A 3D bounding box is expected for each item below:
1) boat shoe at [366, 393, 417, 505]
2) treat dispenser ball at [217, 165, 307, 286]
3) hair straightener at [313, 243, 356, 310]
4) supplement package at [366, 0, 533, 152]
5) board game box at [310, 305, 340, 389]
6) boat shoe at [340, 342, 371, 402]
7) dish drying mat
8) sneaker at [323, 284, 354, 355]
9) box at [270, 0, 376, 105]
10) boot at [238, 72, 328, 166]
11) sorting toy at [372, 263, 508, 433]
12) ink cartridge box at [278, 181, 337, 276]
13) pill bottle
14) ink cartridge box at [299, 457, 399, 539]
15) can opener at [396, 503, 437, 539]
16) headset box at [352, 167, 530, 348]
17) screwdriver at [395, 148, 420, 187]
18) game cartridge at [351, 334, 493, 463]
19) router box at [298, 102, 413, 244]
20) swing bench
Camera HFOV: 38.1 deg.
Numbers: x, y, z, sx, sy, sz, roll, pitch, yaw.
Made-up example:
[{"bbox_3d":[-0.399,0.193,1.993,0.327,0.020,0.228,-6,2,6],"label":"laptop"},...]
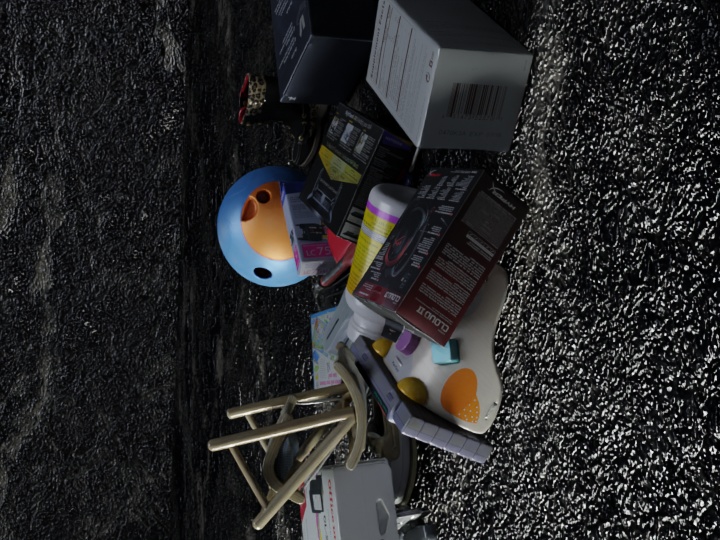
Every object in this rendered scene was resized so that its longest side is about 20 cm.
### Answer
[{"bbox_3d":[0.039,0.226,1.440,0.075,0.067,0.204,-156,67,-69],"label":"boat shoe"},{"bbox_3d":[-0.144,-0.075,1.769,0.200,0.197,0.205,180,90,-71],"label":"treat dispenser ball"},{"bbox_3d":[0.000,0.000,1.534,0.200,0.076,0.041,-47,46,34],"label":"hair straightener"},{"bbox_3d":[0.095,-0.231,1.191,0.201,0.115,0.119,-118,33,-54],"label":"supplement package"},{"bbox_3d":[-0.036,0.131,1.712,0.200,0.034,0.137,159,109,-70],"label":"board game box"},{"bbox_3d":[0.013,0.128,1.486,0.073,0.062,0.201,43,149,14],"label":"boat shoe"},{"bbox_3d":[0.007,-0.101,1.513,0.201,0.018,0.078,-52,41,34],"label":"dish drying mat"},{"bbox_3d":[0.008,0.060,1.529,0.201,0.070,0.074,124,149,-50],"label":"sneaker"},{"bbox_3d":[-0.060,-0.397,1.643,0.197,0.115,0.203,132,136,-63],"label":"box"},{"bbox_3d":[-0.140,-0.268,1.829,0.201,0.148,0.074,112,151,-48],"label":"boot"},{"bbox_3d":[0.108,0.055,1.233,0.182,0.106,0.200,-64,26,14],"label":"sorting toy"},{"bbox_3d":[-0.056,-0.080,1.635,0.042,0.117,0.202,104,157,-46],"label":"ink cartridge box"},{"bbox_3d":[0.039,-0.002,1.346,0.104,0.103,0.203,-129,50,-61],"label":"pill bottle"},{"bbox_3d":[-0.020,0.339,1.432,0.200,0.081,0.148,143,122,-69],"label":"ink cartridge box"},{"bbox_3d":[0.048,0.369,1.442,0.200,0.052,0.068,125,139,-60],"label":"can opener"},{"bbox_3d":[0.080,-0.011,1.161,0.202,0.075,0.148,-58,19,-6],"label":"headset box"},{"bbox_3d":[0.068,-0.148,1.407,0.028,0.029,0.202,-111,27,-45],"label":"screwdriver"},{"bbox_3d":[0.068,0.153,1.264,0.039,0.128,0.200,-63,26,15],"label":"game cartridge"},{"bbox_3d":[-0.012,-0.140,1.486,0.159,0.052,0.200,-65,25,11],"label":"router box"},{"bbox_3d":[-0.070,0.202,1.335,0.131,0.198,0.199,59,-178,-2],"label":"swing bench"}]
